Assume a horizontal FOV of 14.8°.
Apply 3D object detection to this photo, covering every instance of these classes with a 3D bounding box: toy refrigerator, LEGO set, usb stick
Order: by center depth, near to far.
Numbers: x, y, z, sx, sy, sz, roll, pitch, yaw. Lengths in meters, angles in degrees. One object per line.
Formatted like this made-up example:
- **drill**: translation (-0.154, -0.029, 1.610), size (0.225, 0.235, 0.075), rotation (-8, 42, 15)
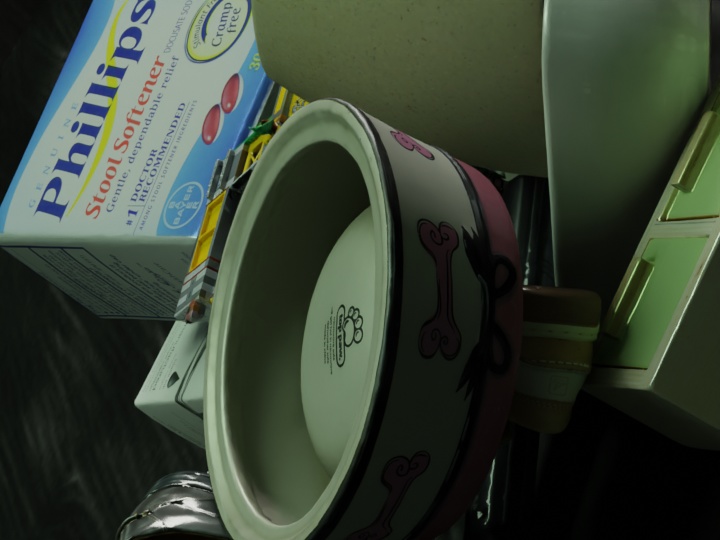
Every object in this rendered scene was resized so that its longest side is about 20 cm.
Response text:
- **toy refrigerator**: translation (0.171, -0.026, 1.187), size (0.200, 0.070, 0.076), rotation (-64, 18, -9)
- **usb stick**: translation (0.075, 0.046, 1.336), size (0.055, 0.033, 0.201), rotation (112, 167, -65)
- **LEGO set**: translation (0.000, 0.000, 1.427), size (0.154, 0.200, 0.116), rotation (-26, 42, 48)

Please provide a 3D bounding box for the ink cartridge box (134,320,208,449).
- **ink cartridge box**: translation (-0.044, 0.034, 1.673), size (0.147, 0.086, 0.200), rotation (-64, 16, -15)

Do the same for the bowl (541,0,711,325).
- **bowl**: translation (0.128, -0.091, 1.298), size (0.200, 0.074, 0.200), rotation (-80, -11, -50)

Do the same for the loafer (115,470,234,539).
- **loafer**: translation (-0.017, 0.153, 1.230), size (0.072, 0.199, 0.073), rotation (-33, -41, -73)

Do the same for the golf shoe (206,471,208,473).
- **golf shoe**: translation (-0.070, 0.135, 1.459), size (0.200, 0.092, 0.075), rotation (-34, 47, 5)

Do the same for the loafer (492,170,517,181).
- **loafer**: translation (0.078, -0.069, 1.539), size (0.070, 0.070, 0.200), rotation (-27, 7, -24)

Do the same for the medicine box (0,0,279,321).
- **medicine box**: translation (-0.091, -0.072, 1.600), size (0.200, 0.103, 0.183), rotation (2, 63, 46)

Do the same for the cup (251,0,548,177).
- **cup**: translation (0.025, -0.143, 1.331), size (0.200, 0.143, 0.201), rotation (-1, -90, -82)

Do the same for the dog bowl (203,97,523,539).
- **dog bowl**: translation (0.002, 0.031, 1.187), size (0.200, 0.074, 0.201), rotation (-170, 90, -67)

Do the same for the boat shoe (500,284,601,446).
- **boat shoe**: translation (0.050, 0.044, 1.247), size (0.200, 0.071, 0.076), rotation (180, 93, -78)
